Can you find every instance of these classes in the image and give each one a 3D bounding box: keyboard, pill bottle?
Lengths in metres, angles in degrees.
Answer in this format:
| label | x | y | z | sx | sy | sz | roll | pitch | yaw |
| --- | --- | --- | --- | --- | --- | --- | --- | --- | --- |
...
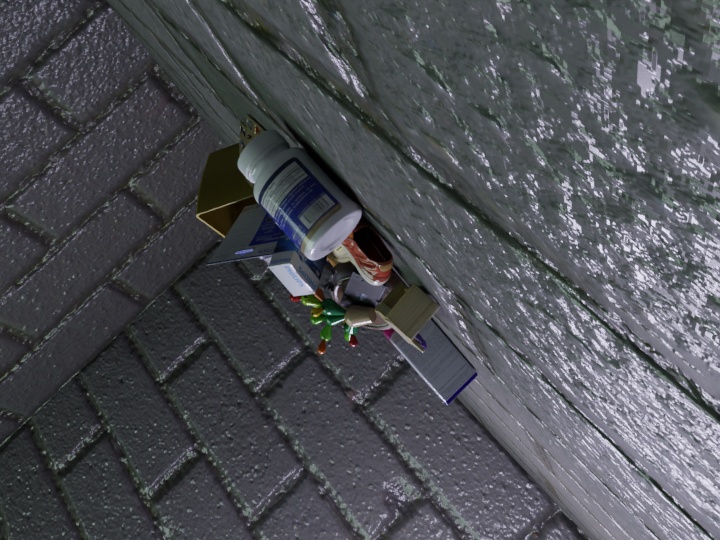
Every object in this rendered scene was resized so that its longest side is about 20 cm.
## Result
| label | x | y | z | sx | sy | sz | roll | pitch | yaw |
| --- | --- | --- | --- | --- | --- | --- | --- | --- | --- |
| keyboard | -0.016 | 0.037 | 1.399 | 0.126 | 0.021 | 0.200 | 24 | 156 | 0 |
| pill bottle | -0.103 | -0.127 | 1.119 | 0.200 | 0.120 | 0.120 | 47 | 177 | 12 |

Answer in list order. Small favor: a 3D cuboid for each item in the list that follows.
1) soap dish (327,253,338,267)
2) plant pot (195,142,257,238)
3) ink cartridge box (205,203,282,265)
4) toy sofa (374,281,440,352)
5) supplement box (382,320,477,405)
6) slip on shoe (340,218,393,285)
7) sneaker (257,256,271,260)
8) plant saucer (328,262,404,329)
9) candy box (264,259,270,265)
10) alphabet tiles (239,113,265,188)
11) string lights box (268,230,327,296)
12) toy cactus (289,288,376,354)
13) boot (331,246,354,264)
| label | x | y | z | sx | sy | sz | roll | pitch | yaw |
| --- | --- | --- | --- | --- | --- | --- | --- | --- | --- |
| soap dish | 0.000 | 0.000 | 1.582 | 0.158 | 0.081 | 0.200 | 49 | 175 | -22 |
| plant pot | -0.279 | -0.205 | 1.702 | 0.200 | 0.197 | 0.179 | 44 | -147 | -64 |
| ink cartridge box | -0.214 | -0.079 | 1.501 | 0.195 | 0.202 | 0.047 | -7 | 133 | 32 |
| toy sofa | 0.096 | 0.083 | 1.305 | 0.097 | 0.083 | 0.200 | 42 | 177 | -3 |
| supplement box | 0.156 | 0.187 | 1.557 | 0.200 | 0.103 | 0.101 | 47 | 177 | -17 |
| slip on shoe | -0.010 | -0.067 | 1.187 | 0.201 | 0.074 | 0.061 | 53 | 144 | 16 |
| sneaker | -0.154 | -0.088 | 1.588 | 0.087 | 0.200 | 0.075 | 28 | 149 | 39 |
| plant saucer | 0.016 | 0.062 | 1.487 | 0.197 | 0.032 | 0.202 | 17 | 139 | 16 |
| candy box | -0.203 | -0.105 | 1.939 | 0.072 | 0.200 | 0.168 | 47 | 176 | -24 |
| alphabet tiles | -0.216 | -0.236 | 1.498 | 0.200 | 0.006 | 0.168 | 45 | 141 | 37 |
| string lights box | -0.112 | -0.060 | 1.419 | 0.058 | 0.202 | 0.103 | -6 | 139 | 30 |
| toy cactus | -0.046 | 0.103 | 1.450 | 0.163 | 0.103 | 0.201 | -6 | 136 | 33 |
| boot | -0.054 | -0.087 | 1.344 | 0.156 | 0.073 | 0.200 | 48 | 175 | -18 |
